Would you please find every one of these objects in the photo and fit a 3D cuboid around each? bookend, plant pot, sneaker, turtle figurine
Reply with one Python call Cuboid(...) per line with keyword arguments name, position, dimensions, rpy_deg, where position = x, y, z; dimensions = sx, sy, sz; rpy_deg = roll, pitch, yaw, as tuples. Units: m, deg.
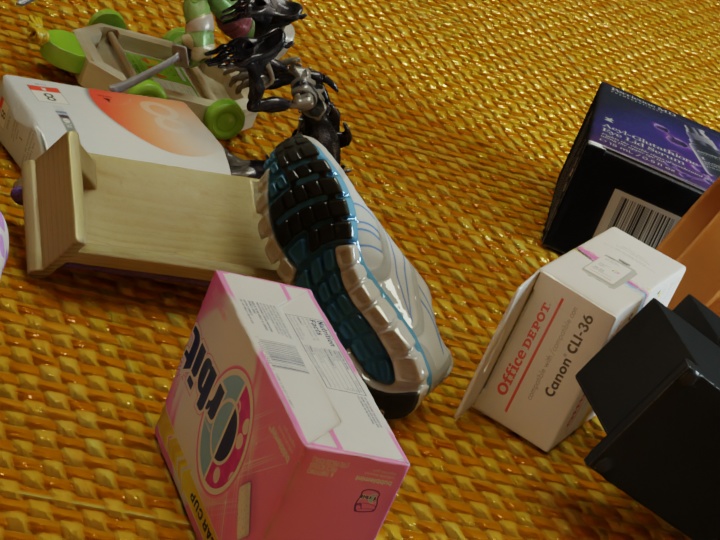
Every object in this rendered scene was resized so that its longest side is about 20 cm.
Cuboid(name="bookend", position=(0.216, 0.088, 1.524), dimensions=(0.200, 0.092, 0.199), rpy_deg=(35, 17, -31))
Cuboid(name="plant pot", position=(0.312, 0.007, 1.796), dimensions=(0.140, 0.200, 0.200), rpy_deg=(41, 23, 1))
Cuboid(name="sneaker", position=(0.000, 0.000, 1.541), dimensions=(0.087, 0.075, 0.201), rpy_deg=(-22, 86, -56))
Cuboid(name="turtle figurine", position=(-0.159, -0.214, 1.858), dimensions=(0.143, 0.201, 0.194), rpy_deg=(12, -10, 39))

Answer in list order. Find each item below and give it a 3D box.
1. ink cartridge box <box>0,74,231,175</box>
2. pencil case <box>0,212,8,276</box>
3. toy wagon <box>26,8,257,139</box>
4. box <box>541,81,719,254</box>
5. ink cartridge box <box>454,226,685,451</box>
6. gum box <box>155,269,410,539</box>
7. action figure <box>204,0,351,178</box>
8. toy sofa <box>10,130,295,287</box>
Cuboid(name="ink cartridge box", position=(-0.162, -0.071, 1.661), dimensions=(0.162, 0.050, 0.200), rpy_deg=(6, 24, -36))
Cuboid(name="pencil case", position=(-0.255, 0.014, 1.321), dimensions=(0.084, 0.086, 0.200), rpy_deg=(22, 21, -9))
Cuboid(name="toy wagon", position=(-0.182, -0.163, 1.868), dimensions=(0.199, 0.040, 0.155), rpy_deg=(12, 24, -26))
Cuboid(name="box", position=(0.249, -0.069, 2.001), dimensions=(0.147, 0.105, 0.200), rpy_deg=(23, 22, 0))
Cuboid(name="ink cartridge box", position=(0.148, 0.051, 1.604), dimensions=(0.067, 0.117, 0.200), rpy_deg=(31, 24, 17))
Cuboid(name="gum box", position=(-0.051, 0.096, 1.296), dimensions=(0.066, 0.114, 0.200), rpy_deg=(13, 24, -26))
Cuboid(name="action figure", position=(-0.066, -0.124, 1.787), dimensions=(0.102, 0.200, 0.119), rpy_deg=(-7, 49, 14))
Cuboid(name="toy sofa", position=(-0.133, -0.026, 1.551), dimensions=(0.199, 0.097, 0.083), rpy_deg=(8, 64, -35))
